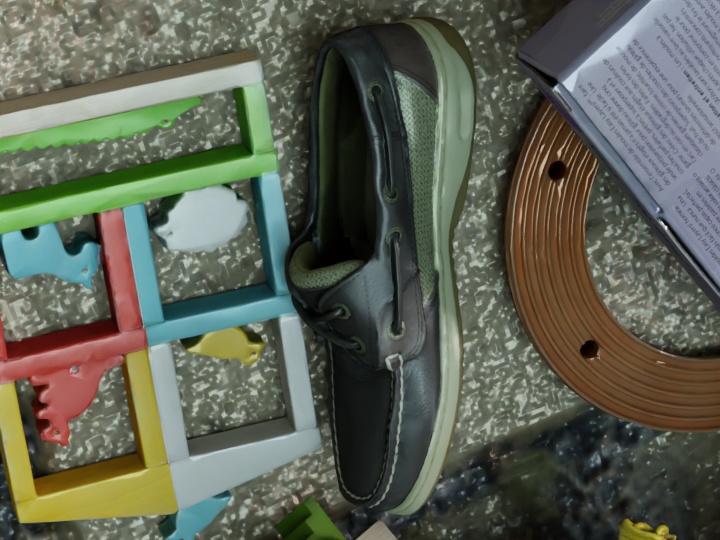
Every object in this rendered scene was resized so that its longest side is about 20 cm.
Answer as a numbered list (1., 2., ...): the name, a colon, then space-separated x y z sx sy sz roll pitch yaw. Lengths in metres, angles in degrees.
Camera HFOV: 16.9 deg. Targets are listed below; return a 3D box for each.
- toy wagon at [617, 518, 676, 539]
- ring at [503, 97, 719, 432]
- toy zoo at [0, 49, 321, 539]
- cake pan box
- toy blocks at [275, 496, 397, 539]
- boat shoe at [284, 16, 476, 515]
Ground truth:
1. toy wagon: 0.096 0.183 1.014 0.040 0.155 0.201 -28 147 -54
2. ring: 0.154 -0.026 1.039 0.199 0.019 0.201 -6 110 -17
3. toy zoo: -0.088 0.022 0.976 0.131 0.020 0.201 -13 111 -13
4. cake pan box: 0.182 -0.073 0.925 0.184 0.052 0.200 -44 116 -2
5. toy blocks: 0.004 0.200 0.962 0.200 0.100 0.137 51 44 3
6. boat shoe: 0.001 0.000 0.964 0.066 0.072 0.202 -3 103 -33
